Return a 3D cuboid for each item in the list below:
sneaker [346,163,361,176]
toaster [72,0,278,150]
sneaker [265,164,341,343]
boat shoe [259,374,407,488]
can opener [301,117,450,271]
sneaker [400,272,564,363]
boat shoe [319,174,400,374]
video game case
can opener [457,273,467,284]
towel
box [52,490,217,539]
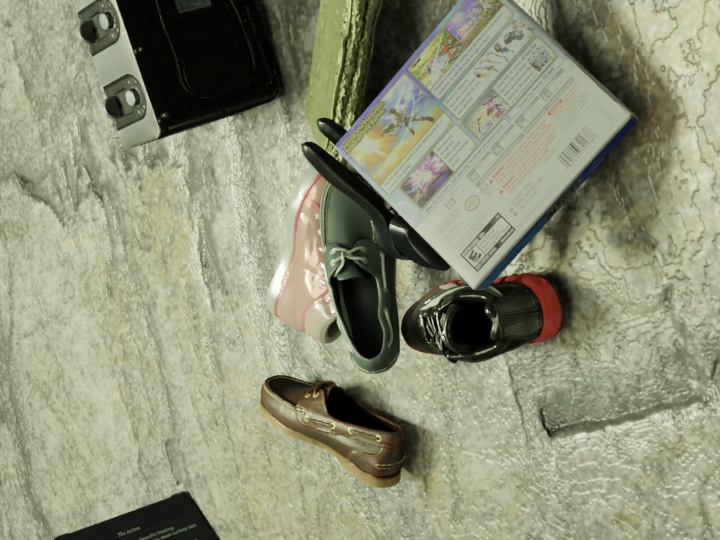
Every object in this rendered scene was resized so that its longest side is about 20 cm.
[{"bbox_3d":[0.037,-0.136,1.461,0.199,0.090,0.077,-25,83,50],"label":"sneaker"},{"bbox_3d":[-0.192,-0.242,1.633,0.118,0.199,0.183,-11,100,52],"label":"toaster"},{"bbox_3d":[-0.028,-0.014,1.586,0.104,0.075,0.202,37,125,29],"label":"sneaker"},{"bbox_3d":[-0.028,0.152,1.632,0.199,0.070,0.071,26,126,33],"label":"boat shoe"},{"bbox_3d":[0.017,-0.075,1.445,0.078,0.064,0.200,7,148,50],"label":"can opener"},{"bbox_3d":[0.093,0.048,1.441,0.199,0.097,0.072,-10,95,51],"label":"sneaker"},{"bbox_3d":[0.000,0.000,1.501,0.072,0.062,0.203,-11,84,7],"label":"boat shoe"},{"bbox_3d":[0.107,-0.118,1.331,0.181,0.045,0.200,45,103,14],"label":"video game case"},{"bbox_3d":[0.120,-0.086,1.382,0.067,0.053,0.202,-93,13,-70],"label":"can opener"},{"bbox_3d":[-0.018,-0.207,1.502,0.149,0.036,0.202,-119,35,-65],"label":"towel"},{"bbox_3d":[-0.256,0.401,1.864,0.200,0.195,0.118,51,135,27],"label":"box"}]
